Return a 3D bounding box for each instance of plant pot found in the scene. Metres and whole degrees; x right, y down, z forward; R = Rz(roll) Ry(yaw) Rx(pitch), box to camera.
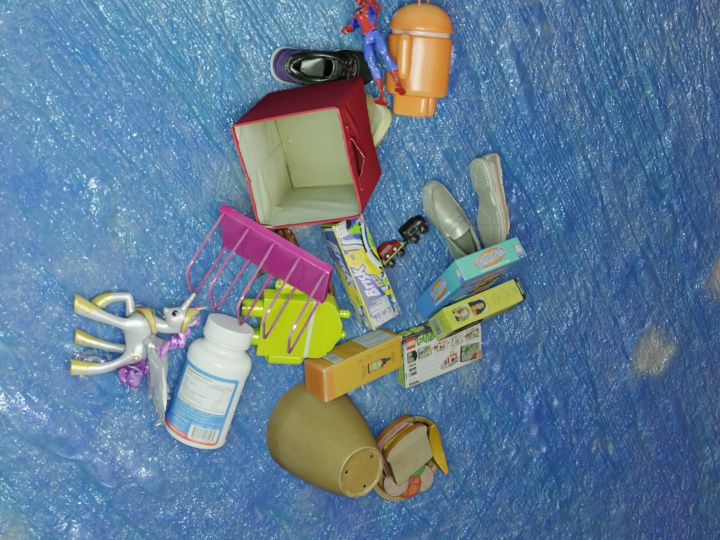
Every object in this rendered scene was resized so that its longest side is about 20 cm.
[{"bbox_3d":[-0.046,0.321,1.503,0.183,0.199,0.191,-11,110,-31],"label":"plant pot"}]

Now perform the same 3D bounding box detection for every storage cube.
[{"bbox_3d":[-0.075,-0.186,1.303,0.195,0.181,0.174,-7,115,16],"label":"storage cube"}]

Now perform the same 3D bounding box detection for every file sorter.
[{"bbox_3d":[-0.162,0.021,1.302,0.197,0.139,0.127,29,69,5],"label":"file sorter"}]

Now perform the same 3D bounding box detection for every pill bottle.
[{"bbox_3d":[-0.245,0.181,1.376,0.111,0.112,0.204,14,101,-35],"label":"pill bottle"}]

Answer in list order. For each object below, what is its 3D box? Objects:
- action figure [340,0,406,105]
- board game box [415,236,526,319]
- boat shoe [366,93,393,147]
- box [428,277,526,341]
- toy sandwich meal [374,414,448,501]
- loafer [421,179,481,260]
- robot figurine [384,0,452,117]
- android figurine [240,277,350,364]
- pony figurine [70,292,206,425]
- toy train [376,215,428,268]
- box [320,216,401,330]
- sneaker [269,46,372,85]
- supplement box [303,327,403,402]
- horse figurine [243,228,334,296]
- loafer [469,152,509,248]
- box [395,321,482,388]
[{"bbox_3d":[0.010,-0.384,1.361,0.098,0.064,0.204,13,58,-60],"label":"action figure"},{"bbox_3d":[0.208,0.017,1.590,0.150,0.200,0.046,-20,74,-27],"label":"board game box"},{"bbox_3d":[-0.013,-0.208,1.446,0.063,0.073,0.203,32,83,-28],"label":"boat shoe"},{"bbox_3d":[0.235,0.078,1.656,0.197,0.075,0.051,-21,77,-28],"label":"box"},{"bbox_3d":[0.104,0.389,1.699,0.201,0.070,0.210,-10,110,-30],"label":"toy sandwich meal"},{"bbox_3d":[0.183,-0.091,1.606,0.070,0.069,0.201,-46,123,-15],"label":"loafer"},{"bbox_3d":[0.102,-0.373,1.444,0.141,0.116,0.205,-4,108,-29],"label":"robot figurine"},{"bbox_3d":[-0.115,0.092,1.443,0.195,0.041,0.185,1,124,-14],"label":"android figurine"},{"bbox_3d":[-0.346,0.124,1.292,0.195,0.167,0.198,5,102,-15],"label":"pony figurine"},{"bbox_3d":[0.053,-0.032,1.562,0.200,0.034,0.046,-45,120,-14],"label":"toy train"},{"bbox_3d":[0.000,0.000,1.488,0.063,0.070,0.204,-26,103,-20],"label":"box"},{"bbox_3d":[-0.046,-0.329,1.375,0.196,0.087,0.078,-7,108,-31],"label":"sneaker"},{"bbox_3d":[-0.010,0.173,1.545,0.197,0.068,0.068,-18,114,-36],"label":"supplement box"},{"bbox_3d":[-0.111,0.017,1.462,0.199,0.050,0.134,34,91,-33],"label":"horse figurine"},{"bbox_3d":[0.270,-0.134,1.654,0.062,0.071,0.204,-27,115,-31],"label":"loafer"},{"bbox_3d":[0.161,0.154,1.687,0.197,0.035,0.113,-16,112,-28],"label":"box"}]
